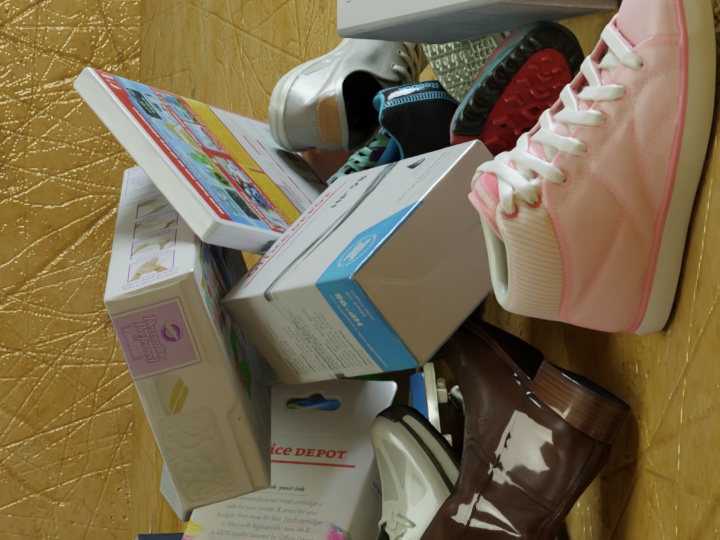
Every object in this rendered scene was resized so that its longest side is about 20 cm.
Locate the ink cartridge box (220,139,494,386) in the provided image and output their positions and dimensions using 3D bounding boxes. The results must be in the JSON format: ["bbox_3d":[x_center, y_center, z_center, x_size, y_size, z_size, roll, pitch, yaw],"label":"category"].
[{"bbox_3d":[0.000,0.000,1.406,0.067,0.116,0.200,50,154,-15],"label":"ink cartridge box"}]

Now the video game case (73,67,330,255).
[{"bbox_3d":[-0.072,-0.056,1.518,0.017,0.200,0.143,-50,61,16],"label":"video game case"}]

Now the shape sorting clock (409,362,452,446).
[{"bbox_3d":[0.054,0.158,1.591,0.200,0.039,0.201,177,90,-87],"label":"shape sorting clock"}]

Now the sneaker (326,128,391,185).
[{"bbox_3d":[-0.001,-0.061,1.678,0.200,0.074,0.088,-35,-40,-67],"label":"sneaker"}]

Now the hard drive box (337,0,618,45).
[{"bbox_3d":[0.063,-0.216,1.414,0.200,0.077,0.157,0,89,63],"label":"hard drive box"}]

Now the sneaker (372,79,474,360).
[{"bbox_3d":[0.038,-0.034,1.620,0.073,0.082,0.201,-116,27,-60],"label":"sneaker"}]

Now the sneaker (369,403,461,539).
[{"bbox_3d":[0.024,0.185,1.440,0.201,0.115,0.076,67,163,2],"label":"sneaker"}]

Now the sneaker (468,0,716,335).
[{"bbox_3d":[0.111,-0.062,1.228,0.075,0.104,0.201,-110,25,-64],"label":"sneaker"}]

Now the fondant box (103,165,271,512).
[{"bbox_3d":[-0.100,0.031,1.496,0.200,0.058,0.145,-97,-11,-67],"label":"fondant box"}]

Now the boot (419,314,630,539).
[{"bbox_3d":[0.045,0.129,1.370,0.186,0.064,0.200,33,98,57],"label":"boot"}]

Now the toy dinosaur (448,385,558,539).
[{"bbox_3d":[0.090,0.114,1.455,0.200,0.047,0.088,-105,6,-52],"label":"toy dinosaur"}]

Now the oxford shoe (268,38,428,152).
[{"bbox_3d":[0.014,-0.129,1.639,0.200,0.058,0.075,-41,-50,-48],"label":"oxford shoe"}]

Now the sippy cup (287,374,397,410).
[{"bbox_3d":[-0.035,0.144,1.659,0.140,0.130,0.179,35,-130,-88],"label":"sippy cup"}]

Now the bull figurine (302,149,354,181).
[{"bbox_3d":[-0.016,-0.039,1.816,0.122,0.065,0.201,-82,-13,-55],"label":"bull figurine"}]

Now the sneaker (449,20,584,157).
[{"bbox_3d":[0.079,-0.082,1.437,0.200,0.079,0.096,106,163,-50],"label":"sneaker"}]

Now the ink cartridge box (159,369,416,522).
[{"bbox_3d":[-0.042,0.065,1.733,0.043,0.196,0.200,47,142,33],"label":"ink cartridge box"}]

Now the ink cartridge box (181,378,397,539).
[{"bbox_3d":[-0.042,0.165,1.524,0.067,0.117,0.200,57,-136,-45],"label":"ink cartridge box"}]

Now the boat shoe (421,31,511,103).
[{"bbox_3d":[0.064,-0.170,1.562,0.200,0.062,0.075,59,145,40],"label":"boat shoe"}]

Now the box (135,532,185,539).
[{"bbox_3d":[-0.053,0.278,1.748,0.197,0.199,0.124,-117,28,-67],"label":"box"}]
